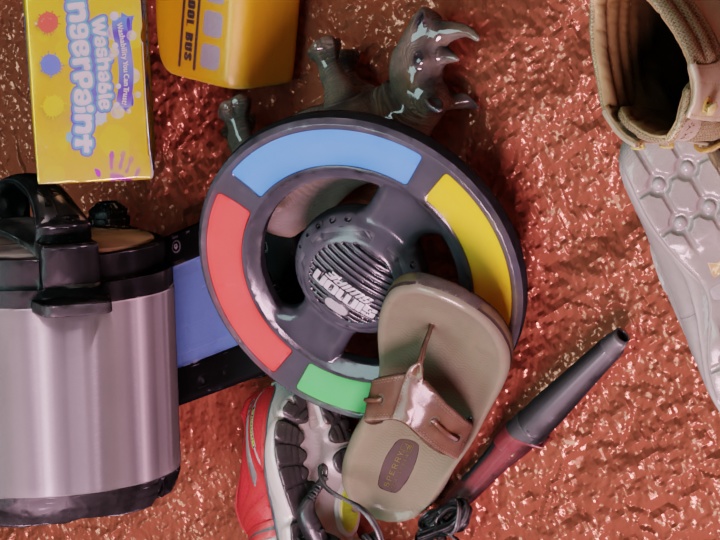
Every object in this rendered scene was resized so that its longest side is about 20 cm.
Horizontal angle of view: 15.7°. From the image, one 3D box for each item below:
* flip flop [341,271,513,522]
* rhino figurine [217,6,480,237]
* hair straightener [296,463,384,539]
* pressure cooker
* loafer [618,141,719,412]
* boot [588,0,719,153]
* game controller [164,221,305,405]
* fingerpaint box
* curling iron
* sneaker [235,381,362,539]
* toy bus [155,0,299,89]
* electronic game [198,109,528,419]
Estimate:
[{"bbox_3d":[0.030,0.082,1.485,0.081,0.058,0.201,23,133,2],"label":"flip flop"},{"bbox_3d":[-0.003,-0.089,1.520,0.199,0.060,0.088,-30,73,33],"label":"rhino figurine"},{"bbox_3d":[0.023,0.204,1.541,0.077,0.041,0.201,-21,94,40],"label":"hair straightener"},{"bbox_3d":[-0.196,0.042,1.583,0.175,0.178,0.202,3,99,25],"label":"pressure cooker"},{"bbox_3d":[0.195,0.009,1.367,0.069,0.070,0.201,-22,97,11],"label":"loafer"},{"bbox_3d":[0.195,-0.064,1.289,0.073,0.155,0.201,-25,81,40],"label":"boot"},{"bbox_3d":[-0.102,0.026,1.637,0.199,0.042,0.105,-21,84,40],"label":"game controller"},{"bbox_3d":[-0.165,-0.160,1.575,0.073,0.167,0.202,-3,99,-4],"label":"fingerpaint box"},{"bbox_3d":[0.094,0.102,1.489,0.200,0.025,0.050,-50,29,31],"label":"curling iron"},{"bbox_3d":[-0.040,0.167,1.602,0.085,0.076,0.202,5,97,59],"label":"sneaker"},{"bbox_3d":[-0.076,-0.215,1.555,0.078,0.065,0.202,17,108,37],"label":"toy bus"},{"bbox_3d":[0.000,0.000,1.499,0.198,0.042,0.201,10,123,16],"label":"electronic game"}]
